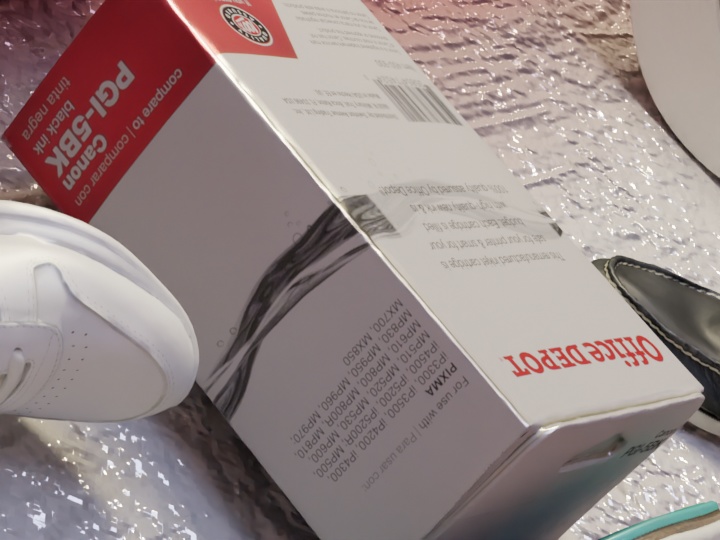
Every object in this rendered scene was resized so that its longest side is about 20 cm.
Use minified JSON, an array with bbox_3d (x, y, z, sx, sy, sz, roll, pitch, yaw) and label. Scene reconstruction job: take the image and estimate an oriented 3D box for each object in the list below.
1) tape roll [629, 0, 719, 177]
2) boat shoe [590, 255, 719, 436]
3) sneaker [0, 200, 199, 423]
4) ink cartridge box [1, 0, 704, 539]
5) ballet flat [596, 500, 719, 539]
[{"bbox_3d":[0.248,-0.136,1.126,0.203,0.203,0.139,48,32,17],"label":"tape roll"},{"bbox_3d":[0.178,0.039,0.946,0.199,0.066,0.075,34,30,-9],"label":"boat shoe"},{"bbox_3d":[-0.137,0.024,0.635,0.199,0.075,0.100,14,49,-27],"label":"sneaker"},{"bbox_3d":[0.000,0.000,0.771,0.200,0.083,0.146,50,23,19],"label":"ink cartridge box"},{"bbox_3d":[0.053,0.120,0.716,0.199,0.070,0.070,-8,53,-46],"label":"ballet flat"}]
